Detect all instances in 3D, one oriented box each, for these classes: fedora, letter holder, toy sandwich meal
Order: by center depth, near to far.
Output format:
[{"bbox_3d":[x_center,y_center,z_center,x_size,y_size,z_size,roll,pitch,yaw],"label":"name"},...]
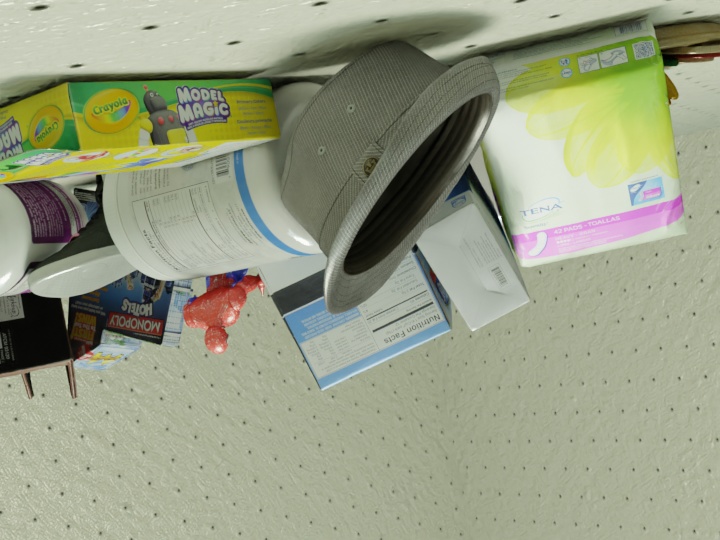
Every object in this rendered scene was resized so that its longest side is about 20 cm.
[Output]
[{"bbox_3d":[0.008,-0.077,0.838,0.201,0.090,0.177,-58,164,25],"label":"fedora"},{"bbox_3d":[0.237,-0.163,1.084,0.203,0.071,0.205,-11,-179,0],"label":"toy sandwich meal"},{"bbox_3d":[-0.368,0.036,1.298,0.100,0.201,0.142,-11,159,-13],"label":"letter holder"}]

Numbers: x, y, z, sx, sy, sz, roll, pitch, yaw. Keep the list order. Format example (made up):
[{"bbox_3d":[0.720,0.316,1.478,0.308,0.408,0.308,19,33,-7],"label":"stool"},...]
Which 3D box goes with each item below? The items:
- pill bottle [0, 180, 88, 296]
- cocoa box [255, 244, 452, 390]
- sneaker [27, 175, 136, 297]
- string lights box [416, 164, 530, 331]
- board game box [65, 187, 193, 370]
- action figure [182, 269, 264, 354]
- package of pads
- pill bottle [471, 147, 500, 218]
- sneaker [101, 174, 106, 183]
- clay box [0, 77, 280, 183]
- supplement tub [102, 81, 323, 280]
[{"bbox_3d":[-0.340,-0.031,1.132,0.111,0.113,0.200,-11,180,11],"label":"pill bottle"},{"bbox_3d":[0.000,0.000,1.112,0.133,0.132,0.200,-26,-170,9],"label":"cocoa box"},{"bbox_3d":[-0.244,-0.047,1.156,0.199,0.100,0.071,-27,169,-38],"label":"sneaker"},{"bbox_3d":[0.085,-0.045,1.054,0.059,0.103,0.200,-28,-156,10],"label":"string lights box"},{"bbox_3d":[-0.254,0.020,1.350,0.199,0.202,0.061,11,180,40],"label":"board game box"},{"bbox_3d":[-0.118,0.008,1.071,0.065,0.052,0.201,-18,-152,12],"label":"action figure"},{"bbox_3d":[0.177,-0.099,0.999,0.153,0.201,0.069,-11,-136,12],"label":"package of pads"},{"bbox_3d":[0.138,-0.111,1.283,0.111,0.113,0.200,-11,-168,10],"label":"pill bottle"},{"bbox_3d":[-0.171,-0.086,1.118,0.080,0.071,0.200,-2,-176,33],"label":"sneaker"},{"bbox_3d":[-0.163,-0.093,0.810,0.114,0.048,0.199,-10,180,41],"label":"clay box"},{"bbox_3d":[-0.097,-0.067,0.973,0.199,0.133,0.131,-10,-179,43],"label":"supplement tub"}]
